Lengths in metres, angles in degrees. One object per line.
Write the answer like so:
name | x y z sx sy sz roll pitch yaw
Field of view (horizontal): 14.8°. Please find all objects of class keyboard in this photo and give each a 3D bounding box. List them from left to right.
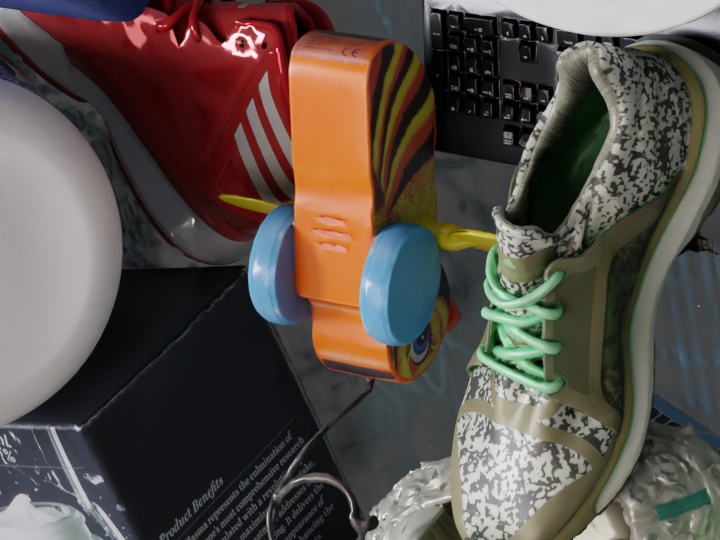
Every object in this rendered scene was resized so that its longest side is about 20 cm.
keyboard | 0.100 -0.050 1.029 0.199 0.040 0.105 11 117 38

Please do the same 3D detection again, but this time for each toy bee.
toy bee | 0.000 0.000 1.096 0.131 0.109 0.201 31 113 18

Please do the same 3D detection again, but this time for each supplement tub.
supplement tub | -0.184 -0.025 1.129 0.200 0.144 0.146 -140 36 -68

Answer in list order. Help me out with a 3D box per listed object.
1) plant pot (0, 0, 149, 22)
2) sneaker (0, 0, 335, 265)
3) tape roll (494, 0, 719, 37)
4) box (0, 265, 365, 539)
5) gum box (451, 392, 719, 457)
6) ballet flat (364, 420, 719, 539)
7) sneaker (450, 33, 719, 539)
plant pot | -0.185 -0.215 1.048 0.199 0.179 0.201 13 91 35
sneaker | -0.076 -0.110 1.141 0.115 0.078 0.200 -34 99 36
tape roll | 0.090 -0.185 0.948 0.202 0.071 0.204 19 121 33
box | -0.113 0.111 1.210 0.199 0.124 0.197 -2 120 42
gum box | 0.102 0.146 1.121 0.170 0.044 0.201 34 128 24
ballet flat | 0.055 0.102 1.064 0.200 0.072 0.072 -24 94 45
sneaker | 0.064 0.004 0.977 0.077 0.088 0.201 18 91 39
